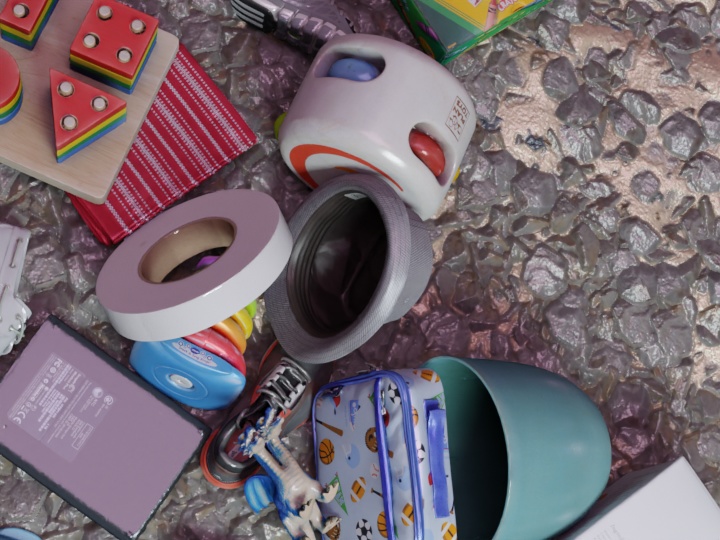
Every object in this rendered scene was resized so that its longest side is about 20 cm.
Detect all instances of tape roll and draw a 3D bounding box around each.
[{"bbox_3d":[-0.163,-0.008,1.541,0.202,0.202,0.037,-36,121,-17],"label":"tape roll"}]

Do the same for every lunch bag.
[{"bbox_3d":[0.024,0.190,1.544,0.075,0.160,0.202,-1,81,-39],"label":"lunch bag"}]

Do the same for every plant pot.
[{"bbox_3d":[0.150,0.182,1.564,0.160,0.200,0.203,-1,77,-32],"label":"plant pot"}]

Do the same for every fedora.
[{"bbox_3d":[0.000,0.000,1.574,0.090,0.200,0.178,10,39,-42],"label":"fedora"}]

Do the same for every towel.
[{"bbox_3d":[-0.224,-0.132,1.636,0.199,0.023,0.145,-37,81,-19],"label":"towel"}]

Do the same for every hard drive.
[{"bbox_3d":[-0.265,0.158,1.556,0.199,0.033,0.140,36,75,-2],"label":"hard drive"}]

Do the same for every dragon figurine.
[{"bbox_3d":[-0.073,0.218,1.536,0.059,0.201,0.099,-35,56,-26],"label":"dragon figurine"}]

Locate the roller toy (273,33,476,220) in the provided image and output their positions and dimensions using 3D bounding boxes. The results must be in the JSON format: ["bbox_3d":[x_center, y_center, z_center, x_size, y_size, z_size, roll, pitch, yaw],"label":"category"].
[{"bbox_3d":[0.022,-0.147,1.612,0.199,0.182,0.141,27,71,-5],"label":"roller toy"}]

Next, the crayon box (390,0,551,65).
[{"bbox_3d":[0.135,-0.325,1.742,0.199,0.058,0.119,-32,86,-17],"label":"crayon box"}]

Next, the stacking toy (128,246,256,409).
[{"bbox_3d":[-0.141,0.029,1.591,0.115,0.110,0.201,27,62,-6],"label":"stacking toy"}]

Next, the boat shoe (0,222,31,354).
[{"bbox_3d":[-0.354,0.042,1.539,0.066,0.074,0.202,5,71,-14],"label":"boat shoe"}]

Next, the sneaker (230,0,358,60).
[{"bbox_3d":[-0.030,-0.285,1.691,0.199,0.075,0.116,30,71,-3],"label":"sneaker"}]

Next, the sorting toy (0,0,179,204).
[{"bbox_3d":[-0.311,-0.201,1.596,0.198,0.070,0.200,23,70,-1],"label":"sorting toy"}]

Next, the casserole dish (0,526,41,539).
[{"bbox_3d":[-0.353,0.342,1.495,0.120,0.039,0.202,19,75,-7],"label":"casserole dish"}]

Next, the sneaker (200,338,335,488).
[{"bbox_3d":[-0.081,0.132,1.578,0.077,0.082,0.201,34,71,-3],"label":"sneaker"}]

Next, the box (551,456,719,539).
[{"bbox_3d":[0.253,0.292,1.578,0.199,0.152,0.107,-33,85,-17],"label":"box"}]
